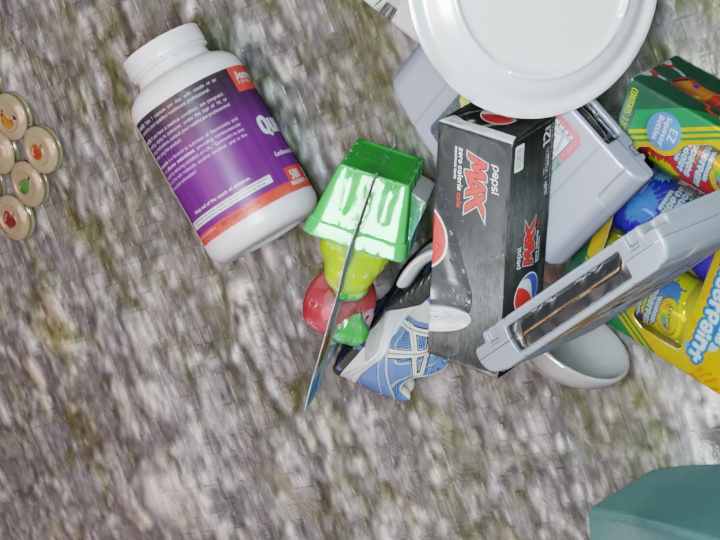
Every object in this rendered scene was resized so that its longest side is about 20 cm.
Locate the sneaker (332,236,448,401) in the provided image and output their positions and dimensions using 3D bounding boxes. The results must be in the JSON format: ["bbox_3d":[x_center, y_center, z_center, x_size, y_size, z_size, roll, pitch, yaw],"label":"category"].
[{"bbox_3d":[0.057,0.039,1.687,0.077,0.076,0.200,34,131,-9],"label":"sneaker"}]

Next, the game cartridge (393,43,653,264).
[{"bbox_3d":[0.116,-0.107,1.477,0.200,0.041,0.133,49,137,8],"label":"game cartridge"}]

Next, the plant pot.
[{"bbox_3d":[0.285,0.233,1.526,0.199,0.141,0.142,14,118,44],"label":"plant pot"}]

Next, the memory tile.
[{"bbox_3d":[-0.391,-0.141,2.018,0.200,0.017,0.154,46,132,16],"label":"memory tile"}]

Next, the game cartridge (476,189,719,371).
[{"bbox_3d":[0.186,0.006,1.403,0.200,0.133,0.042,-38,73,44],"label":"game cartridge"}]

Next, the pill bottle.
[{"bbox_3d":[-0.130,-0.116,1.738,0.112,0.112,0.201,-32,87,44],"label":"pill bottle"}]

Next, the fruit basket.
[{"bbox_3d":[0.000,0.000,1.620,0.093,0.185,0.201,11,106,5],"label":"fruit basket"}]

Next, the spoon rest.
[{"bbox_3d":[0.129,0.032,1.570,0.199,0.099,0.061,29,121,8],"label":"spoon rest"}]

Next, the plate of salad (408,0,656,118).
[{"bbox_3d":[0.122,-0.210,1.398,0.048,0.199,0.201,-157,52,-68],"label":"plate of salad"}]

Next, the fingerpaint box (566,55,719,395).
[{"bbox_3d":[0.258,-0.031,1.468,0.166,0.073,0.201,34,128,25],"label":"fingerpaint box"}]

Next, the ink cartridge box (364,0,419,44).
[{"bbox_3d":[0.067,-0.262,1.522,0.200,0.084,0.146,41,131,19],"label":"ink cartridge box"}]

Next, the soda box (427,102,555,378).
[{"bbox_3d":[0.097,-0.025,1.468,0.070,0.063,0.201,19,123,30],"label":"soda box"}]
